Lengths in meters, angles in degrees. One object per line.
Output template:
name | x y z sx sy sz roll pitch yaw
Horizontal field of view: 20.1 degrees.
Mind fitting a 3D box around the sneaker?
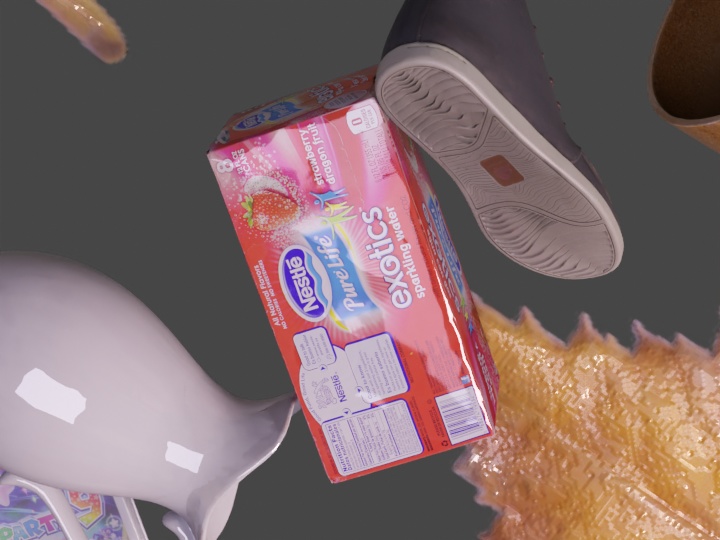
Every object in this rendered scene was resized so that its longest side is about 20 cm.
sneaker | 0.088 -0.087 1.098 0.074 0.107 0.200 -13 136 33

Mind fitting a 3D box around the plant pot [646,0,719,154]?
plant pot | 0.279 -0.094 1.033 0.199 0.187 0.187 36 108 -22

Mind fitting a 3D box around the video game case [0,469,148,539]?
video game case | -0.190 0.198 1.239 0.142 0.018 0.202 -16 104 11

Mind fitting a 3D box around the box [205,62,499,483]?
box | 0.000 0.000 1.117 0.099 0.096 0.202 -18 105 10

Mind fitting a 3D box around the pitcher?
pitcher | -0.153 0.094 1.142 0.199 0.121 0.173 28 103 3
